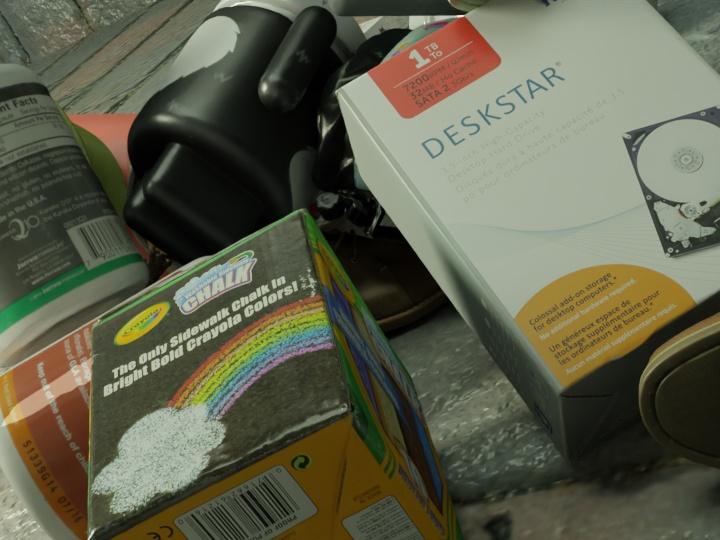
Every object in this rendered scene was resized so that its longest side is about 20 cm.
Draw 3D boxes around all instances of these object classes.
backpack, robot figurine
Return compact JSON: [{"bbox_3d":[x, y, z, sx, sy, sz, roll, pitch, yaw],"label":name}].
[{"bbox_3d":[0.087,-0.088,0.811,0.198,0.128,0.167,10,30,23],"label":"backpack"},{"bbox_3d":[-0.072,-0.097,0.858,0.149,0.125,0.201,8,55,32],"label":"robot figurine"}]

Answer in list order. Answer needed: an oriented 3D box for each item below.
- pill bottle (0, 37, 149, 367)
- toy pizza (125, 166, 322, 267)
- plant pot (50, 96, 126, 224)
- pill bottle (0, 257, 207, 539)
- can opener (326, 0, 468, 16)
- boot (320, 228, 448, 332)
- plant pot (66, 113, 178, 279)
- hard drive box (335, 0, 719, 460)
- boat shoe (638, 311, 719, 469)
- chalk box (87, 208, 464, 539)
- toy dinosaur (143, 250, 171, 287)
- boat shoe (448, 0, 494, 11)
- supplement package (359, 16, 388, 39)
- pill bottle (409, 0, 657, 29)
[{"bbox_3d":[-0.223,-0.053,0.816,0.113,0.201,0.113,-30,-4,-2],"label":"pill bottle"},{"bbox_3d":[-0.081,-0.072,1.014,0.199,0.201,0.032,-32,53,-6],"label":"toy pizza"},{"bbox_3d":[-0.258,-0.047,0.973,0.199,0.202,0.184,-26,0,8],"label":"plant pot"},{"bbox_3d":[-0.102,0.064,0.764,0.199,0.113,0.112,-30,20,-1],"label":"pill bottle"},{"bbox_3d":[0.062,-0.172,0.811,0.198,0.054,0.067,-6,-16,-26],"label":"can opener"},{"bbox_3d":[0.000,0.000,0.856,0.199,0.076,0.074,-27,15,-1],"label":"boot"},{"bbox_3d":[-0.236,-0.047,1.148,0.176,0.202,0.201,-11,25,20],"label":"plant pot"},{"bbox_3d":[0.105,-0.038,0.644,0.155,0.077,0.201,-31,58,-7],"label":"hard drive box"},{"bbox_3d":[0.208,0.025,0.530,0.198,0.073,0.068,-15,19,12],"label":"boat shoe"},{"bbox_3d":[-0.043,0.069,0.620,0.124,0.124,0.201,-27,32,8],"label":"chalk box"},{"bbox_3d":[-0.179,0.077,0.914,0.199,0.086,0.136,-24,27,33],"label":"toy dinosaur"},{"bbox_3d":[0.092,-0.178,0.725,0.074,0.066,0.199,-37,-14,36],"label":"boat shoe"},{"bbox_3d":[-0.056,-0.127,1.177,0.199,0.114,0.110,-14,24,39],"label":"supplement package"},{"bbox_3d":[0.141,-0.223,1.139,0.199,0.113,0.112,-10,28,44],"label":"pill bottle"}]
